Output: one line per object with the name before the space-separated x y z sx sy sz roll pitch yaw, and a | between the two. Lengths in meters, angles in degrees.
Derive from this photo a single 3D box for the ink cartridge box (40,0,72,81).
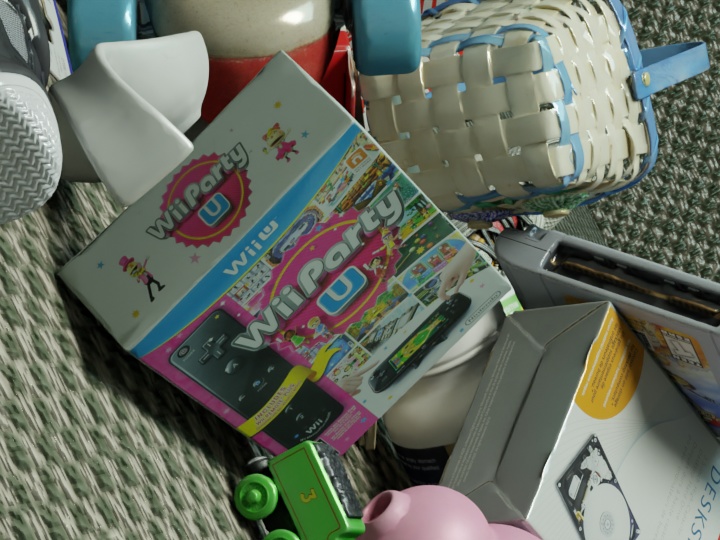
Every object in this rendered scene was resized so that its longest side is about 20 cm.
ink cartridge box | -0.202 -0.159 1.101 0.200 0.037 0.095 47 17 -44

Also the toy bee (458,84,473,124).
toy bee | 0.015 -0.039 1.633 0.131 0.109 0.200 19 -32 30

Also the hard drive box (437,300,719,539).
hard drive box | 0.141 0.141 1.393 0.200 0.077 0.156 49 51 -33

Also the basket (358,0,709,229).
basket | 0.097 -0.103 1.442 0.200 0.176 0.140 -33 111 -55

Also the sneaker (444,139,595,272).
sneaker | 0.079 -0.019 1.553 0.078 0.200 0.082 51 -2 -26

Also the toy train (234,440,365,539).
toy train | 0.001 0.174 1.148 0.200 0.056 0.042 64 11 13

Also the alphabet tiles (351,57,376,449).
alphabet tiles | 0.000 0.000 1.433 0.200 0.008 0.168 -97 -172 -46

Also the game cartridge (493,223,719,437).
game cartridge | 0.180 0.044 1.407 0.200 0.042 0.133 19 -30 37

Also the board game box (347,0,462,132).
board game box | 0.012 -0.148 1.726 0.046 0.151 0.200 59 11 -13

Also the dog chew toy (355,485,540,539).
dog chew toy | 0.070 0.192 1.267 0.200 0.124 0.125 49 15 -20

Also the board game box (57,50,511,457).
board game box | -0.031 0.005 1.150 0.064 0.148 0.200 46 2 34

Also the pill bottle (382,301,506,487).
pill bottle | 0.080 0.105 1.471 0.111 0.111 0.200 -88 154 -69

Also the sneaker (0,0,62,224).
sneaker | -0.187 -0.120 0.982 0.114 0.075 0.200 -101 165 -59

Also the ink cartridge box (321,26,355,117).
ink cartridge box | -0.046 -0.115 1.485 0.200 0.067 0.117 -103 -168 -55

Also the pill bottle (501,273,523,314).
pill bottle | 0.106 0.112 1.619 0.200 0.111 0.111 62 11 1

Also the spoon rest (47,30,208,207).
spoon rest | -0.109 -0.074 1.087 0.061 0.099 0.200 50 0 -10

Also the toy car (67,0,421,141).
toy car | -0.063 -0.090 1.336 0.177 0.184 0.201 -100 -173 -61
